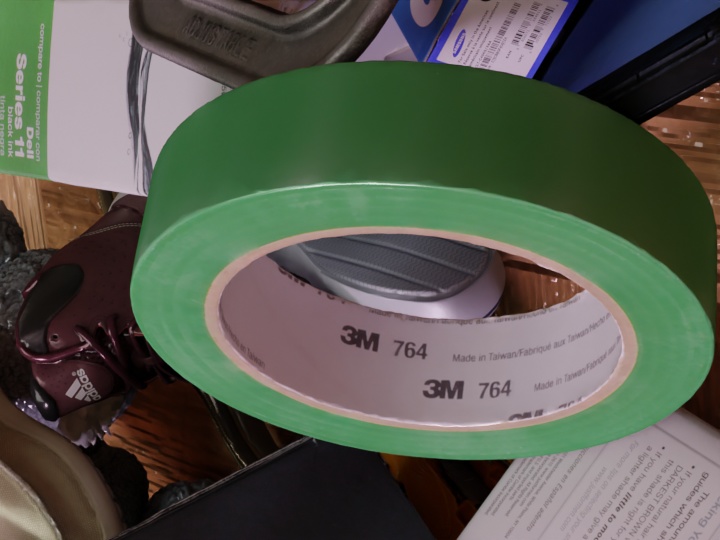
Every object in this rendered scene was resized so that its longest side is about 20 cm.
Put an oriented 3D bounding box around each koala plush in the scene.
[{"bbox_3d":[-0.167,0.072,1.011,0.177,0.183,0.200,45,139,31],"label":"koala plush"}]

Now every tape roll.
[{"bbox_3d":[0.023,0.004,0.679,0.200,0.200,0.048,-38,38,52],"label":"tape roll"}]

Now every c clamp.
[{"bbox_3d":[-0.022,-0.144,0.694,0.171,0.027,0.200,-55,36,3],"label":"c clamp"}]

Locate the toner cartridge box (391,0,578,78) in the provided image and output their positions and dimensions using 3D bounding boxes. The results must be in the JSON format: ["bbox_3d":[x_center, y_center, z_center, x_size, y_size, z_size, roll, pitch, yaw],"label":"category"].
[{"bbox_3d":[0.031,-0.157,0.709,0.095,0.043,0.200,-59,33,25],"label":"toner cartridge box"}]

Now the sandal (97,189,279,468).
[{"bbox_3d":[-0.070,0.033,0.983,0.200,0.054,0.080,58,174,1],"label":"sandal"}]

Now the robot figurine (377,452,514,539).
[{"bbox_3d":[0.057,0.137,0.858,0.200,0.058,0.145,51,139,28],"label":"robot figurine"}]

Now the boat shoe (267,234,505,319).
[{"bbox_3d":[0.000,0.000,0.883,0.200,0.072,0.062,21,141,53],"label":"boat shoe"}]

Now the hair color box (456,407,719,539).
[{"bbox_3d":[0.137,0.122,0.706,0.200,0.061,0.099,33,85,42],"label":"hair color box"}]

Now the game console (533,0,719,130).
[{"bbox_3d":[0.086,-0.139,0.666,0.116,0.176,0.200,43,145,-13],"label":"game console"}]

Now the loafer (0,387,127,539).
[{"bbox_3d":[-0.170,0.099,0.881,0.200,0.068,0.076,36,142,39],"label":"loafer"}]

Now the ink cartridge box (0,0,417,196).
[{"bbox_3d":[-0.040,-0.070,0.814,0.200,0.146,0.083,10,98,49],"label":"ink cartridge box"}]

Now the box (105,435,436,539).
[{"bbox_3d":[-0.063,0.190,0.809,0.123,0.198,0.200,53,157,25],"label":"box"}]

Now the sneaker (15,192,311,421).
[{"bbox_3d":[-0.081,0.043,0.860,0.200,0.115,0.076,35,153,43],"label":"sneaker"}]
